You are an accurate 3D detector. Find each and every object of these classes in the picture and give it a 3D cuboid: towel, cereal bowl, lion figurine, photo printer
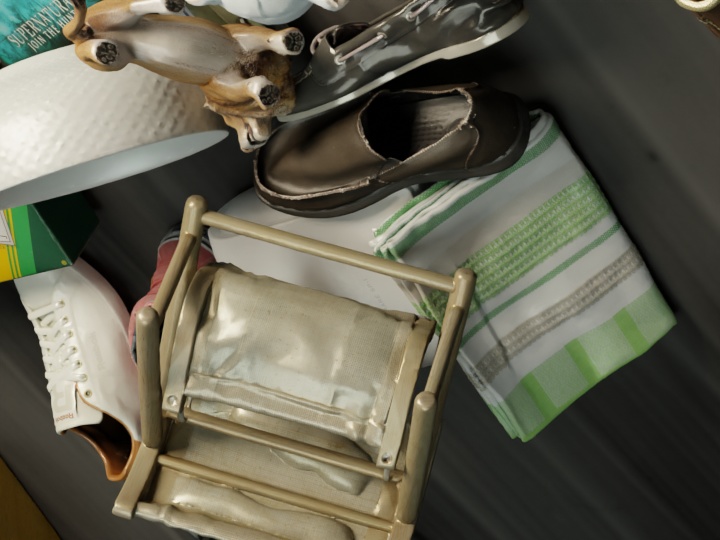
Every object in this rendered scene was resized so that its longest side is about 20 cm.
[{"bbox_3d":[0.115,0.008,1.532,0.149,0.031,0.200,-36,119,0],"label":"towel"},{"bbox_3d":[-0.192,-0.101,1.524,0.199,0.200,0.084,-18,89,36],"label":"cereal bowl"},{"bbox_3d":[-0.115,-0.135,1.403,0.199,0.073,0.122,22,174,-30],"label":"lion figurine"},{"bbox_3d":[0.000,0.000,1.605,0.199,0.070,0.167,-14,125,33],"label":"photo printer"}]

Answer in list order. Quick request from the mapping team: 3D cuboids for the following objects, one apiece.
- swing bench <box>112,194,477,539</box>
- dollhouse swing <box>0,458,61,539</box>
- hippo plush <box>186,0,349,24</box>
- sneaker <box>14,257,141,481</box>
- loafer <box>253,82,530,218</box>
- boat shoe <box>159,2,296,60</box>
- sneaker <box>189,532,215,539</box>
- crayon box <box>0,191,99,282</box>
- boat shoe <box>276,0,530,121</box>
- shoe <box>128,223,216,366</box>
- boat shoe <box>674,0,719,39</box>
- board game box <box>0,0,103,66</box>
[{"bbox_3d":[-0.045,0.085,1.497,0.198,0.130,0.201,16,134,5],"label":"swing bench"},{"bbox_3d":[-0.348,0.278,1.970,0.175,0.182,0.201,-21,125,13],"label":"dollhouse swing"},{"bbox_3d":[-0.066,-0.219,1.350,0.158,0.161,0.201,6,134,18],"label":"hippo plush"},{"bbox_3d":[-0.213,0.070,1.735,0.073,0.085,0.201,-23,104,43],"label":"sneaker"},{"bbox_3d":[0.009,-0.089,1.480,0.199,0.074,0.071,-14,155,26],"label":"loafer"},{"bbox_3d":[-0.111,-0.200,1.470,0.062,0.072,0.200,-26,127,17],"label":"boat shoe"},{"bbox_3d":[-0.095,0.243,1.848,0.199,0.121,0.084,22,137,2],"label":"sneaker"},{"bbox_3d":[-0.320,-0.067,1.682,0.199,0.058,0.173,-12,124,32],"label":"crayon box"},{"bbox_3d":[0.017,-0.152,1.457,0.199,0.067,0.057,-19,107,34],"label":"boat shoe"},{"bbox_3d":[-0.131,0.066,1.711,0.071,0.091,0.201,10,136,14],"label":"shoe"},{"bbox_3d":[0.206,-0.172,1.341,0.075,0.075,0.202,-27,117,40],"label":"boat shoe"},{"bbox_3d":[-0.230,-0.201,1.481,0.135,0.028,0.200,44,155,-13],"label":"board game box"}]
